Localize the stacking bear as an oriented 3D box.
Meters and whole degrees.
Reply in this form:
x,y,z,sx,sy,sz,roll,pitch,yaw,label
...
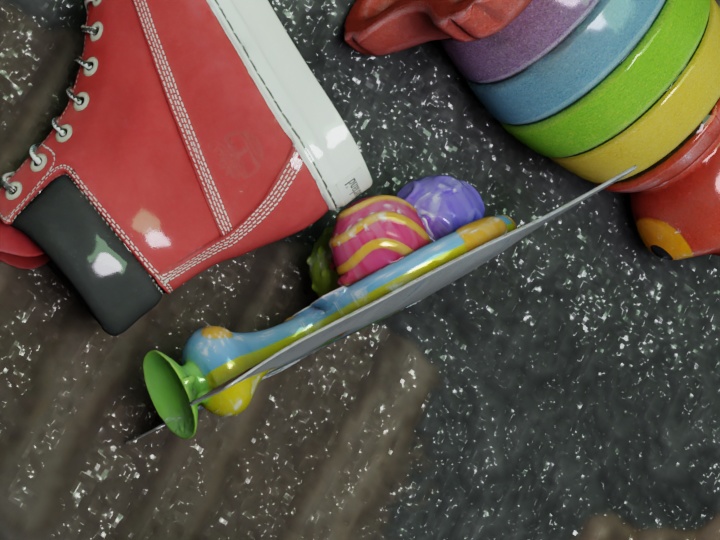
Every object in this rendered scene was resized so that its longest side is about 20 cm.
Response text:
x,y,z,sx,sy,sz,roll,pitch,yaw,label
0.112,-0.080,0.984,0.200,0.121,0.114,42,71,-23,stacking bear

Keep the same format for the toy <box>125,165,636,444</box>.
x,y,z,sx,sy,sz,roll,pitch,yaw,label
0.000,0.000,0.901,0.200,0.115,0.047,-31,89,-28,toy

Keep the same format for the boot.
x,y,z,sx,sy,sz,roll,pitch,yaw,label
-0.105,-0.080,0.898,0.144,0.072,0.200,-30,73,-2,boot
